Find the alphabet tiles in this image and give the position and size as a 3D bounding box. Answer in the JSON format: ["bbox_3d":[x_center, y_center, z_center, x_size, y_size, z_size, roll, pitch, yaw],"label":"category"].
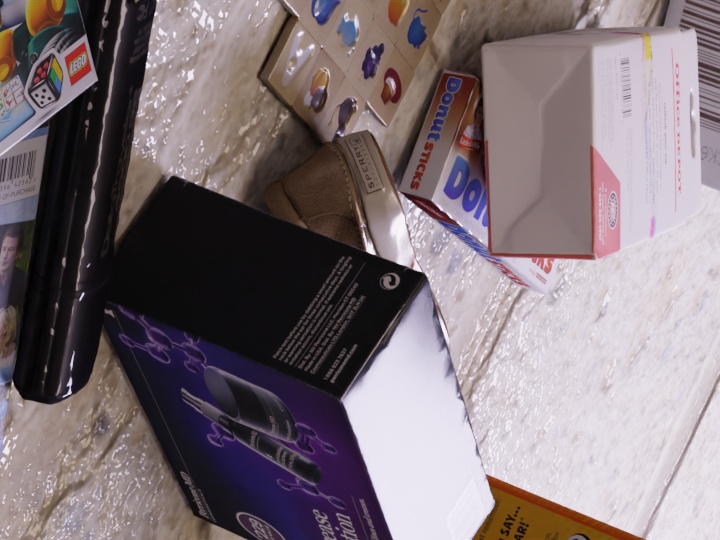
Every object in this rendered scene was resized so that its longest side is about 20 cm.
[{"bbox_3d":[0.014,-0.161,1.304,0.201,0.006,0.166,-64,154,-10],"label":"alphabet tiles"}]

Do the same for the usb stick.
[{"bbox_3d":[-0.115,-0.040,1.111,0.055,0.032,0.201,-55,159,-70],"label":"usb stick"}]

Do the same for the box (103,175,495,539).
[{"bbox_3d":[-0.028,0.062,1.237,0.079,0.141,0.200,-53,150,-24],"label":"box"}]

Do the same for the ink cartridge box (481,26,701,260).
[{"bbox_3d":[0.134,-0.076,1.481,0.200,0.067,0.117,-17,107,-65],"label":"ink cartridge box"}]

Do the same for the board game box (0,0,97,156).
[{"bbox_3d":[-0.179,-0.077,0.947,0.200,0.035,0.127,-44,135,-40],"label":"board game box"}]

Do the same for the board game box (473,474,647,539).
[{"bbox_3d":[0.084,0.236,1.509,0.201,0.199,0.200,-66,154,-7],"label":"board game box"}]

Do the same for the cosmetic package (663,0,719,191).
[{"bbox_3d":[0.301,-0.135,1.689,0.200,0.165,0.165,-22,129,-56],"label":"cosmetic package"}]

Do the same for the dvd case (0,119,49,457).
[{"bbox_3d":[-0.186,0.039,1.058,0.143,0.017,0.201,-22,128,-55],"label":"dvd case"}]

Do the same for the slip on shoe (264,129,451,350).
[{"bbox_3d":[0.000,0.000,1.343,0.060,0.076,0.200,-23,154,-1],"label":"slip on shoe"}]

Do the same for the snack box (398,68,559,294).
[{"bbox_3d":[0.077,-0.047,1.485,0.200,0.024,0.072,35,75,-63],"label":"snack box"}]
